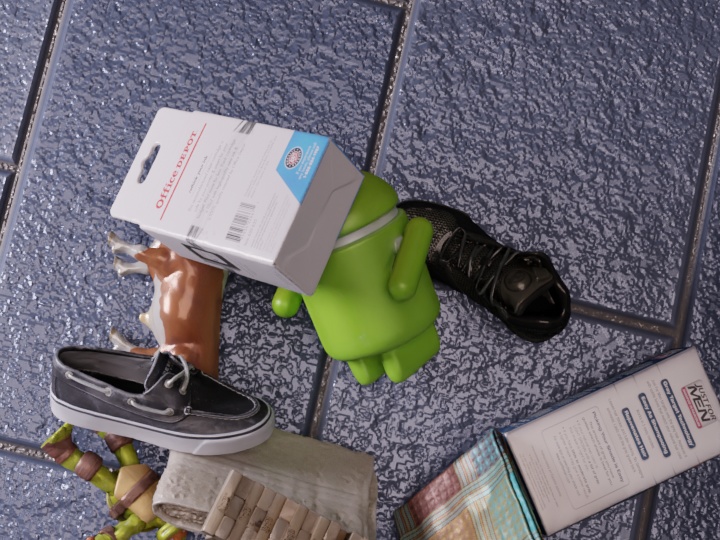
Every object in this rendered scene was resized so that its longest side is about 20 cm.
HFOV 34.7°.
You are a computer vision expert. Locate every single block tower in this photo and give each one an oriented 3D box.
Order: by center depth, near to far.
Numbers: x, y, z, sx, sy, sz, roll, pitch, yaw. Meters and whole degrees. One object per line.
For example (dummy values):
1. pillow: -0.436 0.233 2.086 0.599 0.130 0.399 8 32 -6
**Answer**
1. block tower: -0.032 0.232 0.933 0.198 0.058 0.055 29 68 -7

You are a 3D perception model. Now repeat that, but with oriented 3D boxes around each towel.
1. towel: 0.098 0.254 0.986 0.022 0.201 0.147 28 120 -36
2. towel: -0.078 0.190 1.017 0.197 0.133 0.035 19 122 -9

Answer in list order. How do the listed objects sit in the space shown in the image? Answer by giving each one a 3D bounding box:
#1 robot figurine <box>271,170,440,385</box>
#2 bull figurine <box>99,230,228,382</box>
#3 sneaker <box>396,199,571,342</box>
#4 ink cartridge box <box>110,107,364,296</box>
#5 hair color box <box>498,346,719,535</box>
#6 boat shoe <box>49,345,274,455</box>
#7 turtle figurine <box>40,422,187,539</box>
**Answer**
1. robot figurine: 0.000 0.000 1.040 0.115 0.174 0.202 -33 107 -41
2. bull figurine: -0.171 0.020 1.062 0.119 0.065 0.203 3 82 -2
3. sneaker: 0.113 -0.008 1.066 0.198 0.114 0.077 37 80 2
4. ink cartridge box: -0.108 -0.064 0.987 0.198 0.067 0.117 16 76 36
5. hair color box: 0.235 0.157 1.074 0.198 0.061 0.101 -23 86 -7
6. boat shoe: -0.170 0.104 0.997 0.197 0.072 0.069 11 123 1
7. turtle figurine: -0.199 0.188 1.042 0.200 0.064 0.162 -40 89 -28
